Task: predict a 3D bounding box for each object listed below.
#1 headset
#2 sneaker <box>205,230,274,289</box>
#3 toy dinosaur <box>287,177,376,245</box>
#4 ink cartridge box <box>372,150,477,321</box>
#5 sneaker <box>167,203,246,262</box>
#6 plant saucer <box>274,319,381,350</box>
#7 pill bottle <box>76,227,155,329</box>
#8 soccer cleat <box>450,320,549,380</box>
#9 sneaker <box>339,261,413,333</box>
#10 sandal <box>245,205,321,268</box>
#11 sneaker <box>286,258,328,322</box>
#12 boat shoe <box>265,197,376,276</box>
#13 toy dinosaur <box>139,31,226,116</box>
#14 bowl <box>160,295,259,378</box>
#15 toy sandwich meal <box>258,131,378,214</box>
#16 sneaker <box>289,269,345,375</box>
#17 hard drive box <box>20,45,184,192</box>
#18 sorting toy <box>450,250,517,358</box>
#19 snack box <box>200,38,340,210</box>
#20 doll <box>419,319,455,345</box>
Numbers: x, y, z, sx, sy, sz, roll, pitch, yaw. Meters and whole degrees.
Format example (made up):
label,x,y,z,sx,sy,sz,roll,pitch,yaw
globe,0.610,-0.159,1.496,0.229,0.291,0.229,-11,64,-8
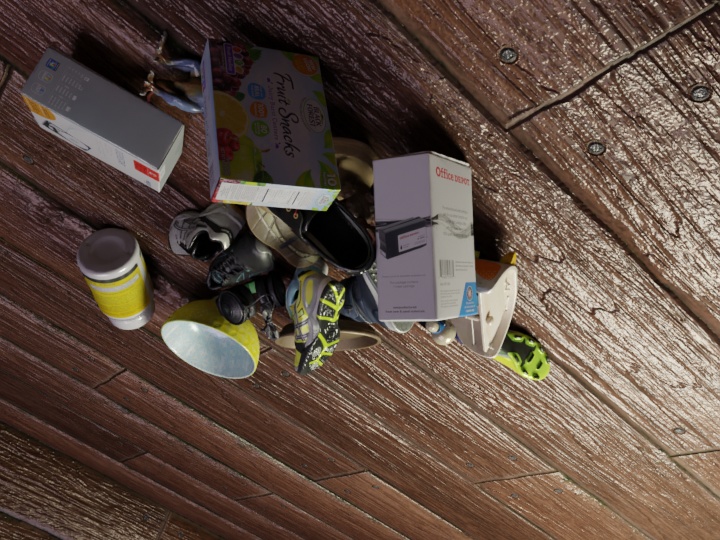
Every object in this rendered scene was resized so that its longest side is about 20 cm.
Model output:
label,x,y,z,sx,sy,sz,roll,pitch,yaw
headset,-0.180,0.061,1.216,0.200,0.123,0.095,17,128,70
sneaker,-0.206,-0.007,1.181,0.076,0.079,0.200,53,152,-5
toy dinosaur,-0.033,-0.067,0.970,0.198,0.087,0.136,-2,168,-8
ink cartridge box,0.086,-0.040,0.897,0.083,0.202,0.144,-3,178,29
sneaker,-0.280,-0.054,1.190,0.076,0.088,0.199,39,142,-28
plant saucer,-0.060,0.121,1.299,0.198,0.030,0.200,0,163,0
pill bottle,-0.466,0.022,1.358,0.113,0.115,0.201,14,144,9
soccer cleat,0.241,0.127,1.208,0.199,0.065,0.084,28,174,-18
sneaker,-0.001,0.001,1.133,0.146,0.077,0.204,11,125,50
sandal,-0.123,-0.073,1.114,0.080,0.054,0.200,-29,143,8
sneaker,-0.108,0.058,1.256,0.073,0.082,0.201,18,144,4
boat shoe,-0.059,-0.074,0.864,0.201,0.074,0.063,44,176,-2
toy dinosaur,-0.190,-0.246,0.938,0.180,0.106,0.200,21,180,-17
bowl,-0.283,0.116,1.395,0.198,0.108,0.201,14,145,10
toy sandwich meal,-0.072,-0.142,0.970,0.203,0.071,0.206,-13,156,-6
sneaker,-0.079,0.086,1.165,0.076,0.075,0.201,35,125,30
hard drive box,-0.357,-0.207,0.993,0.199,0.077,0.156,28,168,-11
sorting toy,0.142,0.018,1.075,0.179,0.107,0.201,21,153,24
snack box,-0.108,-0.170,0.820,0.141,0.202,0.053,3,151,-26
doll,0.089,0.042,1.041,0.048,0.137,0.201,-30,124,4
